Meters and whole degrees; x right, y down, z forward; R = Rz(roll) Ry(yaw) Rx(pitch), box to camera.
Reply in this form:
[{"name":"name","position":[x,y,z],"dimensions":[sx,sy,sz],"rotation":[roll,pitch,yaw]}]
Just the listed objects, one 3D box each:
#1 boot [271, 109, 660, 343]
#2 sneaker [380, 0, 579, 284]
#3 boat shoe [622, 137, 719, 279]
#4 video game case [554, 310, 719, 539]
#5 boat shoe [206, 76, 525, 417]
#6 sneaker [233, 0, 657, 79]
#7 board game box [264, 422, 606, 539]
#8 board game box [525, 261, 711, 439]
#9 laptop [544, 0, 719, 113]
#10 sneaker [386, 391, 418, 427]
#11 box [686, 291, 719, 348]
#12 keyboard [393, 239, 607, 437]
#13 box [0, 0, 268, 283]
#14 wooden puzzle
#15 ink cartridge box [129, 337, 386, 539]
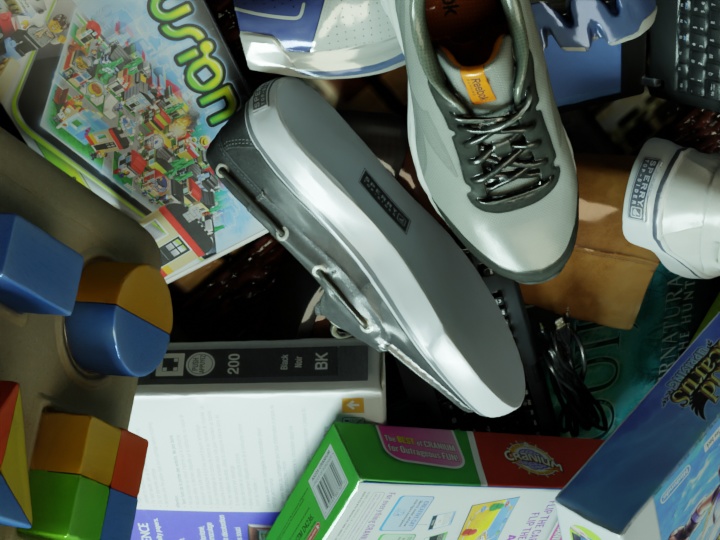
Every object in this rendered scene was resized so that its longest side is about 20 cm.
[{"name":"boot","position":[0.059,0.006,0.825],"dimensions":[0.199,0.069,0.189],"rotation":[8,114,-18]},{"name":"sneaker","position":[0.053,-0.073,0.660],"dimensions":[0.074,0.079,0.201],"rotation":[-18,122,5]},{"name":"boat shoe","position":[0.195,-0.030,0.777],"dimensions":[0.200,0.065,0.072],"rotation":[18,88,-64]},{"name":"video game case","position":[0.193,0.123,0.823],"dimensions":[0.200,0.045,0.182],"rotation":[-43,139,-26]},{"name":"boat shoe","position":[0.000,0.000,0.725],"dimensions":[0.066,0.070,0.200],"rotation":[-32,108,30]},{"name":"sneaker","position":[0.037,-0.162,0.699],"dimensions":[0.198,0.081,0.116],"rotation":[-7,118,2]},{"name":"board game box","position":[0.044,0.155,0.822],"dimensions":[0.199,0.040,0.153],"rotation":[8,127,-33]},{"name":"board game box","position":[0.145,0.047,0.913],"dimensions":[0.134,0.028,0.201],"rotation":[-12,125,-12]},{"name":"laptop","position":[0.148,-0.140,0.742],"dimensions":[0.103,0.199,0.178],"rotation":[-40,138,-38]},{"name":"sneaker","position":[0.043,0.154,0.928],"dimensions":[0.084,0.075,0.201],"rotation":[-18,121,2]},{"name":"box","position":[0.250,0.072,0.931],"dimensions":[0.122,0.048,0.201],"rotation":[16,108,-39]},{"name":"keyboard","position":[0.080,0.066,0.811],"dimensions":[0.104,0.040,0.201],"rotation":[-22,129,-2]},{"name":"box","position":[-0.113,-0.087,0.729],"dimensions":[0.110,0.035,0.201],"rotation":[-27,127,-1]},{"name":"wooden puzzle","position":[-0.136,0.044,0.638],"dimensions":[0.046,0.201,0.185],"rotation":[-2,161,22]},{"name":"ink cartridge box","position":[-0.083,0.117,0.827],"dimensions":[0.199,0.044,0.199],"rotation":[-2,135,1]}]
